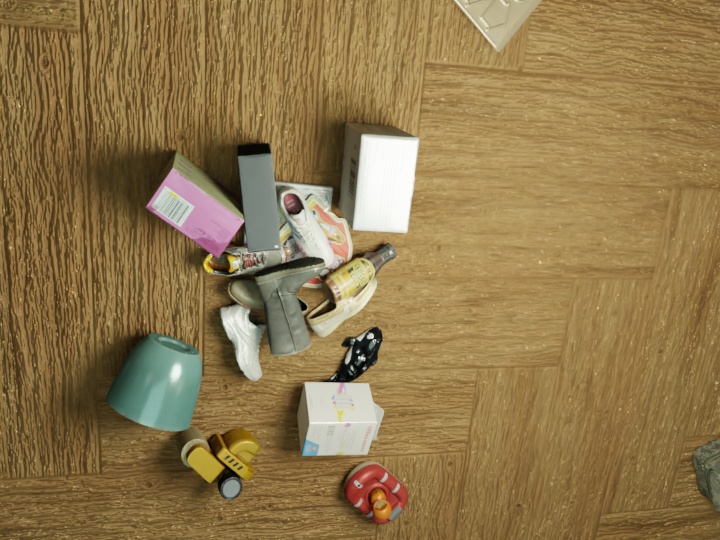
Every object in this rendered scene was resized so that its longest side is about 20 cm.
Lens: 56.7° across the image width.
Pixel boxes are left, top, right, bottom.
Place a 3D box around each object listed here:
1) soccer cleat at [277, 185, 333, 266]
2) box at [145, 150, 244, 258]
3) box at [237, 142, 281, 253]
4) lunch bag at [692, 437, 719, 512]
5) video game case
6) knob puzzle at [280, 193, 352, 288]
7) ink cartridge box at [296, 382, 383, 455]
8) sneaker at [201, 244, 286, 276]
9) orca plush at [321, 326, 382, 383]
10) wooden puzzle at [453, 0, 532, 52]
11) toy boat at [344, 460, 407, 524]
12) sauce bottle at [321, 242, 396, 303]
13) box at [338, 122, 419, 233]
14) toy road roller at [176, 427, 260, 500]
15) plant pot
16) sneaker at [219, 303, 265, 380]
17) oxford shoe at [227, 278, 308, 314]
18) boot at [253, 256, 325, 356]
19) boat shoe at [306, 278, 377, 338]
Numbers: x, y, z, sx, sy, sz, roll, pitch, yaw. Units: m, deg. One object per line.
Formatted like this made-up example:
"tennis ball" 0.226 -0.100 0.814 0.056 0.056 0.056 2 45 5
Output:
"soccer cleat" -0.125 -0.092 1.474 0.069 0.086 0.203 -31 97 -1
"box" -0.343 -0.142 1.390 0.174 0.200 0.097 37 98 -22
"box" -0.217 -0.157 1.426 0.076 0.141 0.206 -7 109 -11
"lunch bag" 1.128 0.641 2.039 0.136 0.168 0.204 -23 112 -5
"video game case" -0.169 -0.110 1.541 0.194 0.023 0.187 3 107 -15
"knob puzzle" -0.100 -0.043 1.552 0.213 0.031 0.226 -5 109 -13
"ink cartridge box" -0.049 0.369 1.658 0.194 0.127 0.131 4 129 -16
"sneaker" -0.261 -0.018 1.493 0.194 0.082 0.080 -6 107 3
"orca plush" -0.013 0.231 1.667 0.198 0.071 0.106 -35 113 -1
"wooden puzzle" 0.303 -0.625 1.479 0.199 0.046 0.186 39 96 -27
"toy boat" 0.046 0.610 1.776 0.130 0.131 0.200 -44 113 3
"sauce bottle" 0.000 0.000 1.569 0.198 0.065 0.067 -36 115 -22
"box" 0.034 -0.208 1.464 0.127 0.200 0.205 3 108 -12
"toy road roller" -0.338 0.441 1.635 0.147 0.122 0.200 -48 114 -11
"plant pot" -0.447 0.240 1.502 0.197 0.200 0.165 23 90 -20
"sneaker" -0.261 0.167 1.583 0.097 0.078 0.205 -22 113 -10
"oxford shoe" -0.211 0.059 1.548 0.195 0.074 0.073 17 70 -25
"boot" -0.142 0.083 1.493 0.177 0.073 0.205 -13 107 6
"boat shoe" -0.047 0.076 1.606 0.199 0.074 0.069 -43 119 3
